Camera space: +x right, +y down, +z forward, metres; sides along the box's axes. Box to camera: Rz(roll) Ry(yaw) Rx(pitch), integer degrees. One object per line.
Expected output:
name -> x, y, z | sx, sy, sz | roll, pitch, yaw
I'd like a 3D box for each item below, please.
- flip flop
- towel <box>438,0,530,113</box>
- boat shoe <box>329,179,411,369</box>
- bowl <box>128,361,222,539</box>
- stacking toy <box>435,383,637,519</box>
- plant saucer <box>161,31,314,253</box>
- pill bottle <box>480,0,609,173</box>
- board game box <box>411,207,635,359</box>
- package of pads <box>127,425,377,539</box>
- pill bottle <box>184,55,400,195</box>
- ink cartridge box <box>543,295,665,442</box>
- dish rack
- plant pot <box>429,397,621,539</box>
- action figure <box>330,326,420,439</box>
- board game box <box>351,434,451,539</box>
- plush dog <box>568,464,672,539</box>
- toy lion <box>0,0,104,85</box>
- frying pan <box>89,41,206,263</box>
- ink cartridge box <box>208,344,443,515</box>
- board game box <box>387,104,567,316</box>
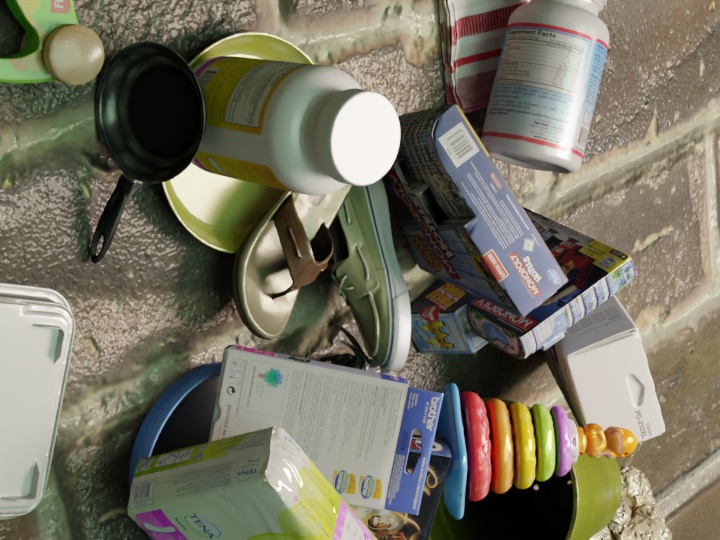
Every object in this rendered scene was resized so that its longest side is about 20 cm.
flip flop -> -0.051, -0.031, 1.172 | 0.081, 0.057, 0.200 | 41, 73, -40
towel -> 0.140, -0.276, 1.352 | 0.144, 0.023, 0.201 | -22, 114, -38
boat shoe -> 0.000, 0.000, 1.241 | 0.062, 0.072, 0.201 | -6, 76, -24
bowl -> -0.130, 0.182, 1.206 | 0.200, 0.039, 0.201 | -11, 107, -40
stacking toy -> 0.177, 0.172, 1.271 | 0.199, 0.110, 0.116 | -3, 139, 0
plant saucer -> -0.107, -0.116, 1.161 | 0.200, 0.031, 0.201 | -12, 109, -40
pill bottle -> 0.197, -0.209, 1.330 | 0.109, 0.109, 0.201 | 14, 89, -43
board game box -> 0.157, 0.031, 1.354 | 0.200, 0.200, 0.062 | -35, 121, -14
package of pads -> -0.087, 0.228, 1.122 | 0.200, 0.154, 0.068 | 54, 30, -36
pill bottle -> -0.060, -0.118, 1.045 | 0.104, 0.200, 0.105 | -12, 109, -39
ink cartridge box -> 0.253, 0.086, 1.414 | 0.084, 0.200, 0.145 | -21, 119, 1
dish rack -> -0.310, 0.110, 1.024 | 0.171, 0.043, 0.201 | 8, 94, -42
plant pot -> 0.195, 0.242, 1.429 | 0.193, 0.200, 0.201 | 7, 96, -54
action figure -> 0.008, 0.156, 1.277 | 0.102, 0.119, 0.201 | 0, 110, -12
board game box -> -0.002, 0.247, 1.236 | 0.135, 0.035, 0.201 | 8, 113, -10
plush dog -> 0.297, 0.351, 1.579 | 0.171, 0.160, 0.201 | 4, 99, -19
toy lion -> -0.288, -0.243, 0.952 | 0.191, 0.069, 0.201 | -3, 103, -35
frying pan -> -0.172, -0.093, 1.057 | 0.031, 0.115, 0.191 | -18, 114, -58
ink cartridge box -> -0.034, 0.144, 1.152 | 0.199, 0.042, 0.120 | 11, 94, 0
board game box -> 0.087, -0.057, 1.256 | 0.062, 0.200, 0.200 | -37, 102, -14
